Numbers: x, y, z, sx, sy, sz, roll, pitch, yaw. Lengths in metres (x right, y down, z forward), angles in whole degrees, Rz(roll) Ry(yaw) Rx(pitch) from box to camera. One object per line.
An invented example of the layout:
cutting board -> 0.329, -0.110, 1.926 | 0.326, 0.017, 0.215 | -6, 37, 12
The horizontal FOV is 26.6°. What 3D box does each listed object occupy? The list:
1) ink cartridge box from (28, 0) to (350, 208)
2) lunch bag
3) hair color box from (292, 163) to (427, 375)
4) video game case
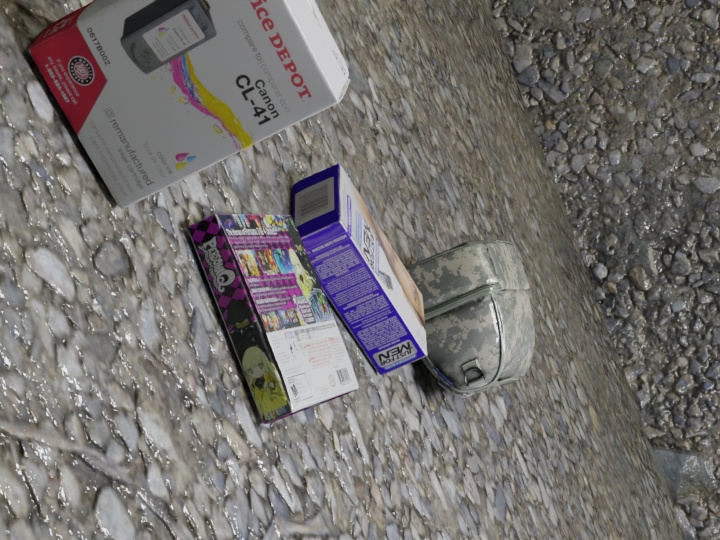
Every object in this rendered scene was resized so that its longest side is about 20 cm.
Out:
ink cartridge box -> -0.129, -0.159, 1.168 | 0.149, 0.198, 0.086 | 61, 17, -17
lunch bag -> 0.135, 0.063, 1.835 | 0.169, 0.138, 0.200 | 69, 17, 8
hair color box -> 0.000, 0.000, 1.622 | 0.201, 0.064, 0.110 | 58, 17, -33
video game case -> -0.074, 0.038, 1.375 | 0.183, 0.036, 0.200 | 68, 16, 4
